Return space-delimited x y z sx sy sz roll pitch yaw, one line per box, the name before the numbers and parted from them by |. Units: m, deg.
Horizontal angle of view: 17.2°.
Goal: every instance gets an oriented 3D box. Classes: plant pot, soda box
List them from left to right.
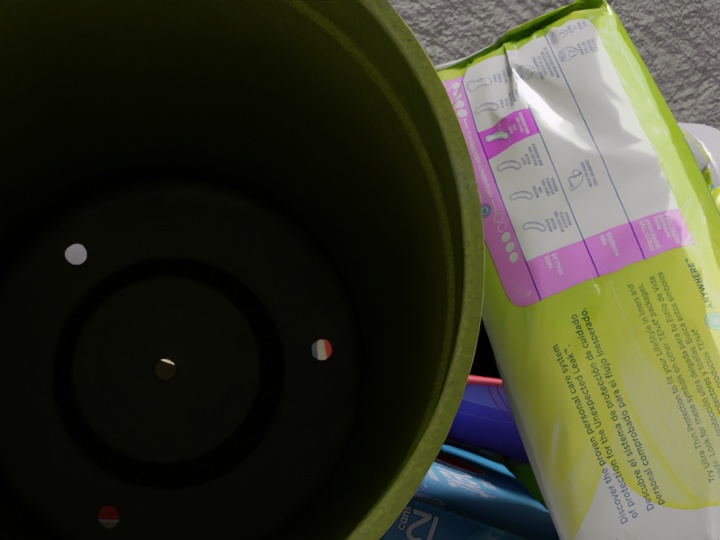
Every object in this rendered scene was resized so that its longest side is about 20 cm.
soda box | -0.112 0.045 0.796 0.200 0.068 0.064 19 2 0
plant pot | -0.065 0.016 0.663 0.200 0.200 0.193 20 -9 7
soda box | 0.019 0.095 0.764 0.068 0.064 0.200 20 2 -6

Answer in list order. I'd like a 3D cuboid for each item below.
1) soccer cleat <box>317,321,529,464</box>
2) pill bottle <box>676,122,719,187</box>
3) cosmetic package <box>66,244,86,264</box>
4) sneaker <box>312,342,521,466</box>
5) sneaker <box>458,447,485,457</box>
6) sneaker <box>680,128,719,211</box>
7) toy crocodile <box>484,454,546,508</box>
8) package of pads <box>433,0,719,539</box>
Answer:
soccer cleat | 0.084 0.040 0.799 0.200 0.068 0.073 16 -18 0
pill bottle | 0.078 -0.021 1.092 0.200 0.116 0.116 -1 13 -31
cosmetic package | -0.110 -0.027 0.935 0.200 0.083 0.051 31 -24 -27
sneaker | 0.000 0.000 0.884 0.200 0.082 0.078 22 8 -6
sneaker | 0.095 0.102 1.091 0.199 0.115 0.081 -18 62 -36
sneaker | 0.099 -0.011 0.938 0.105 0.076 0.200 -8 -50 49
toy crocodile | 0.022 0.087 0.928 0.200 0.068 0.062 22 4 40
package of pads | 0.084 0.041 0.647 0.155 0.068 0.200 56 12 -55
